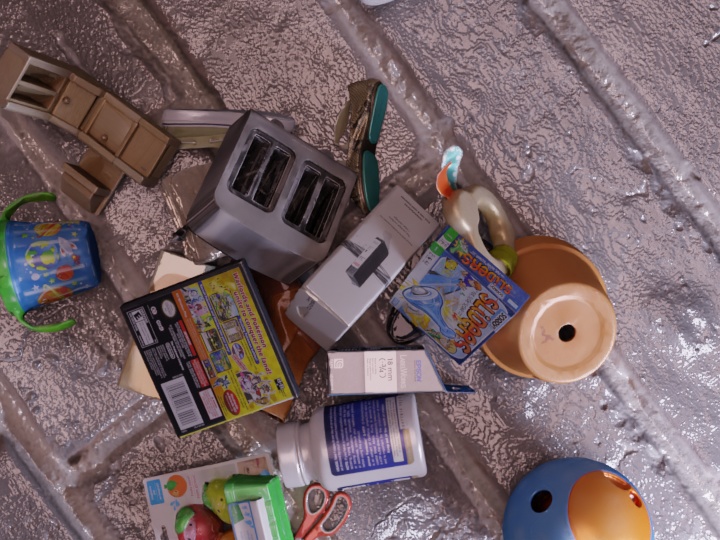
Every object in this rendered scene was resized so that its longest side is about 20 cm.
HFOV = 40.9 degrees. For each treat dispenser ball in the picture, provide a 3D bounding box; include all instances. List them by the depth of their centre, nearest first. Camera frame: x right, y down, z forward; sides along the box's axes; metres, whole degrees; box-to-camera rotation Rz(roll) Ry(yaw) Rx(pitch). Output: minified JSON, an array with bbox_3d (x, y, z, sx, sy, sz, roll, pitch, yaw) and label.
[{"bbox_3d":[0.292,0.354,1.301,0.199,0.201,0.203,0,89,2],"label":"treat dispenser ball"}]

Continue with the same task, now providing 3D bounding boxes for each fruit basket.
[{"bbox_3d":[-0.203,0.369,1.375,0.198,0.094,0.187,-13,89,5],"label":"fruit basket"}]

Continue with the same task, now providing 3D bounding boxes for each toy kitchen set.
[{"bbox_3d":[-0.399,-0.174,1.333,0.199,0.180,0.164,35,98,13],"label":"toy kitchen set"}]

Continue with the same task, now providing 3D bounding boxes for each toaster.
[{"bbox_3d":[-0.123,-0.094,1.300,0.180,0.119,0.201,30,63,-17],"label":"toaster"}]

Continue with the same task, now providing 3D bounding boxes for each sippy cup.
[{"bbox_3d":[-0.442,-0.014,1.376,0.129,0.140,0.179,-11,114,-9],"label":"sippy cup"}]

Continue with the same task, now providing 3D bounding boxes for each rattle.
[{"bbox_3d":[0.110,-0.062,1.263,0.200,0.142,0.131,37,63,-38],"label":"rattle"}]

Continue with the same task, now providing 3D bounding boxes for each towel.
[{"bbox_3d":[-0.175,-0.094,1.361,0.199,0.034,0.133,-19,85,-32],"label":"towel"}]

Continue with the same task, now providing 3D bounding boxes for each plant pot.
[{"bbox_3d":[0.257,0.065,1.310,0.198,0.140,0.202,-3,105,-9],"label":"plant pot"}]

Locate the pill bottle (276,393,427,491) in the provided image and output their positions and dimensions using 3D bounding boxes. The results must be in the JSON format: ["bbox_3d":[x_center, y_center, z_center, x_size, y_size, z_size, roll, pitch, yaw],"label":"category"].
[{"bbox_3d":[-0.013,0.244,1.354,0.198,0.120,0.121,-9,89,3],"label":"pill bottle"}]

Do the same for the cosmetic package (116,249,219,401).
[{"bbox_3d":[-0.271,0.076,1.375,0.071,0.105,0.201,18,92,2],"label":"cosmetic package"}]

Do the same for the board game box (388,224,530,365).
[{"bbox_3d":[0.124,0.037,1.263,0.135,0.200,0.034,41,62,6],"label":"board game box"}]

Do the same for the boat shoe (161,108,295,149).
[{"bbox_3d":[-0.191,-0.201,1.399,0.198,0.072,0.063,4,103,12],"label":"boat shoe"}]

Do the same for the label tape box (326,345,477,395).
[{"bbox_3d":[0.056,0.137,1.342,0.198,0.144,0.064,-2,87,2],"label":"label tape box"}]

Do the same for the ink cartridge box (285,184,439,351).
[{"bbox_3d":[0.000,0.000,1.312,0.084,0.144,0.200,43,68,2],"label":"ink cartridge box"}]

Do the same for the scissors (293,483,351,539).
[{"bbox_3d":[-0.086,0.402,1.408,0.073,0.014,0.201,30,90,2],"label":"scissors"}]

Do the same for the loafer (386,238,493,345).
[{"bbox_3d":[0.113,0.028,1.380,0.200,0.063,0.072,-44,90,1],"label":"loafer"}]

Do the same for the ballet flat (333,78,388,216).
[{"bbox_3d":[-0.005,-0.177,1.394,0.075,0.068,0.202,2,84,24],"label":"ballet flat"}]

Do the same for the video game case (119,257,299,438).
[{"bbox_3d":[-0.200,0.107,1.295,0.180,0.026,0.201,-20,101,8],"label":"video game case"}]

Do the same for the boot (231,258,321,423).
[{"bbox_3d":[-0.143,0.088,1.370,0.188,0.068,0.201,34,74,-10],"label":"boot"}]

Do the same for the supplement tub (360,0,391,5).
[{"bbox_3d":[0.020,-0.492,1.348,0.144,0.145,0.201,-27,88,2],"label":"supplement tub"}]
